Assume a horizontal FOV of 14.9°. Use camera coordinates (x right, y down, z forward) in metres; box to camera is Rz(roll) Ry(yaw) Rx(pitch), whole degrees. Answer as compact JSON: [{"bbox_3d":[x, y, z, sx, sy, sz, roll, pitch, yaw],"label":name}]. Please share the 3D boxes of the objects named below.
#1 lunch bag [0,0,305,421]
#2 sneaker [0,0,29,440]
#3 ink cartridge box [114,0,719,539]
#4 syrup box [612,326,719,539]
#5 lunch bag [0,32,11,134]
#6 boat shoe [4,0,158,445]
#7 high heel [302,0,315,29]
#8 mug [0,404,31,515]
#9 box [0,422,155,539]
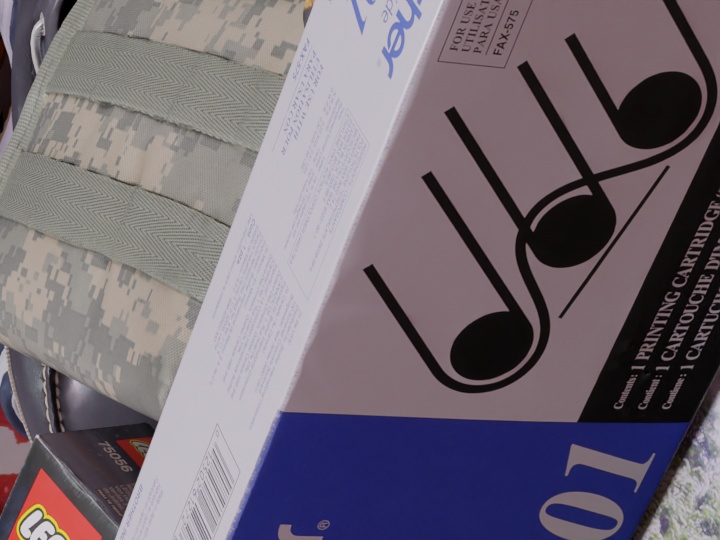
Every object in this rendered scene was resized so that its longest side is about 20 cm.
[{"bbox_3d":[-0.005,-0.050,0.720,0.164,0.117,0.200,20,85,59],"label":"lunch bag"},{"bbox_3d":[-0.085,-0.029,0.919,0.109,0.070,0.200,-112,31,-43],"label":"sneaker"},{"bbox_3d":[0.022,0.008,0.532,0.044,0.094,0.200,62,140,45],"label":"ink cartridge box"},{"bbox_3d":[0.089,0.052,0.589,0.079,0.081,0.200,44,125,51],"label":"syrup box"},{"bbox_3d":[-0.175,-0.096,0.969,0.124,0.170,0.200,19,111,16],"label":"lunch bag"},{"bbox_3d":[-0.079,-0.003,0.859,0.063,0.072,0.201,-109,16,-81],"label":"boat shoe"},{"bbox_3d":[0.047,-0.119,0.598,0.143,0.200,0.071,39,160,52],"label":"high heel"},{"bbox_3d":[-0.203,0.091,0.990,0.134,0.200,0.178,-59,40,40],"label":"mug"},{"bbox_3d":[-0.030,0.149,0.621,0.200,0.040,0.137,43,119,33],"label":"box"}]
